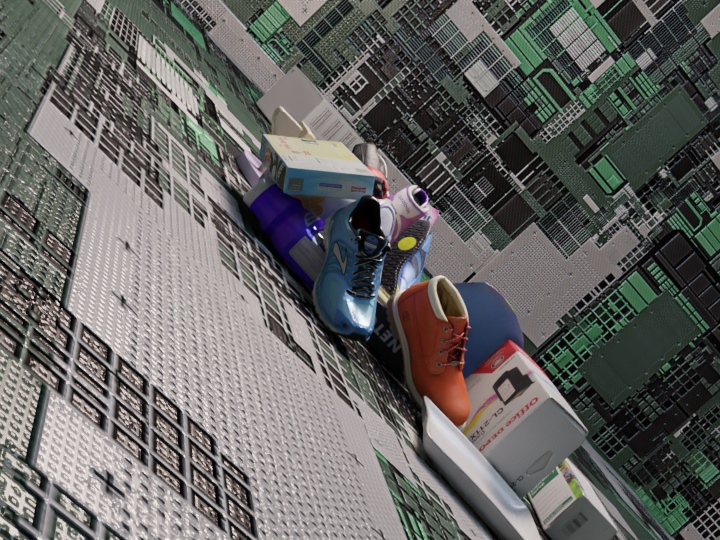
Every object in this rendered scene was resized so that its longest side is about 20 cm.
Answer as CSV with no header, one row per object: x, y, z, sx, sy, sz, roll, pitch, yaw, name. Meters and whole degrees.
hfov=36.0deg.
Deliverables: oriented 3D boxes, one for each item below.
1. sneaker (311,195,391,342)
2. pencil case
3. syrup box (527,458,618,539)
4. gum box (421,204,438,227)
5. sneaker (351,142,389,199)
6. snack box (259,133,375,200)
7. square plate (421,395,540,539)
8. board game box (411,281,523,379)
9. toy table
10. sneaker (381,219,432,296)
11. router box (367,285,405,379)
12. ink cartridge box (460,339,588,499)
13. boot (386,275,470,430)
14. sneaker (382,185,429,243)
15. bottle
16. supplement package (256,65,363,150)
-0.006,-0.008,1.339,0.078,0.090,0.201,15,54,-25,sneaker
-0.049,-0.084,1.522,0.199,0.084,0.091,23,1,27,pencil case
0.304,0.344,1.636,0.081,0.079,0.200,46,6,-9,syrup box
0.064,-0.036,1.868,0.066,0.114,0.200,28,-17,2,gum box
0.012,-0.130,1.722,0.201,0.070,0.099,81,7,-66,sneaker
-0.061,-0.139,1.469,0.115,0.037,0.200,5,18,-16,snack box
0.135,0.246,1.302,0.198,0.028,0.200,48,6,-3,square plate
0.151,0.085,1.636,0.039,0.199,0.159,-41,122,-55,board game box
-0.109,-0.161,1.749,0.184,0.117,0.200,42,10,-45,toy table
0.064,0.009,1.723,0.066,0.201,0.079,4,-40,30,sneaker
0.010,0.048,1.557,0.200,0.052,0.157,47,7,-8,router box
0.202,0.201,1.499,0.083,0.146,0.200,44,6,-19,ink cartridge box
0.106,0.107,1.435,0.075,0.107,0.201,-10,75,-42,boot
0.051,-0.073,1.645,0.073,0.114,0.200,59,-4,1,sneaker
-0.069,-0.033,1.426,0.200,0.065,0.083,48,23,4,bottle
-0.129,-0.379,2.858,0.200,0.147,0.191,42,9,-46,supplement package
